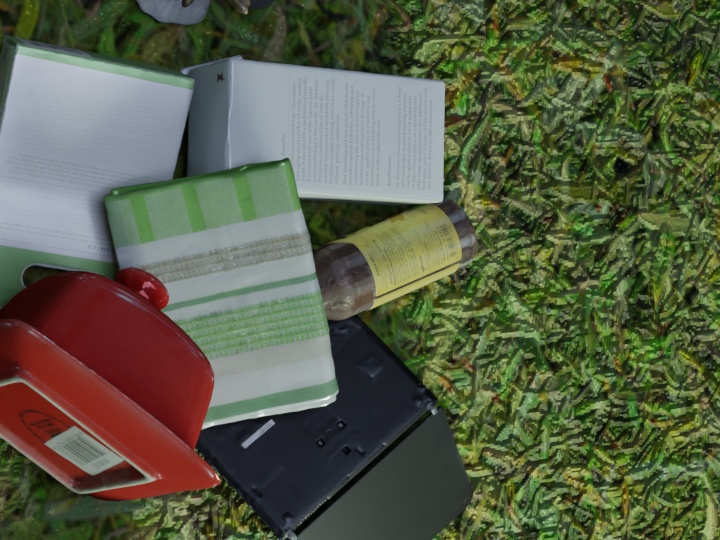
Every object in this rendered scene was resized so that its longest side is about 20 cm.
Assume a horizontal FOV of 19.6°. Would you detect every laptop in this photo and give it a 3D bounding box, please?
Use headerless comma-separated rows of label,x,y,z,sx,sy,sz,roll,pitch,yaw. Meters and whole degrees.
laptop,-0.024,0.156,1.695,0.177,0.103,0.200,-41,81,-23

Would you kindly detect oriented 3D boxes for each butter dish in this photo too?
butter dish,-0.189,0.063,1.519,0.199,0.200,0.148,41,61,-20

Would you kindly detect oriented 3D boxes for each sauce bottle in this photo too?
sauce bottle,0.000,0.000,1.675,0.200,0.065,0.065,-22,99,-30

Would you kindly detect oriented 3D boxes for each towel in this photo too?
towel,-0.104,0.020,1.592,0.149,0.031,0.200,-11,109,-1

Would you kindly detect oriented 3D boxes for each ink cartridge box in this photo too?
ink cartridge box,-0.217,-0.065,1.583,0.145,0.048,0.200,9,100,-26

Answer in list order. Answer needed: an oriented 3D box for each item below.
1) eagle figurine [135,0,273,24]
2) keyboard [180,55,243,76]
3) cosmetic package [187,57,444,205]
eagle figurine,-0.077,-0.275,1.632,0.200,0.151,0.152,-54,158,-49
keyboard,-0.095,-0.069,1.666,0.056,0.011,0.200,-16,96,-22
cosmetic package,-0.034,-0.106,1.653,0.200,0.071,0.102,3,87,-32
